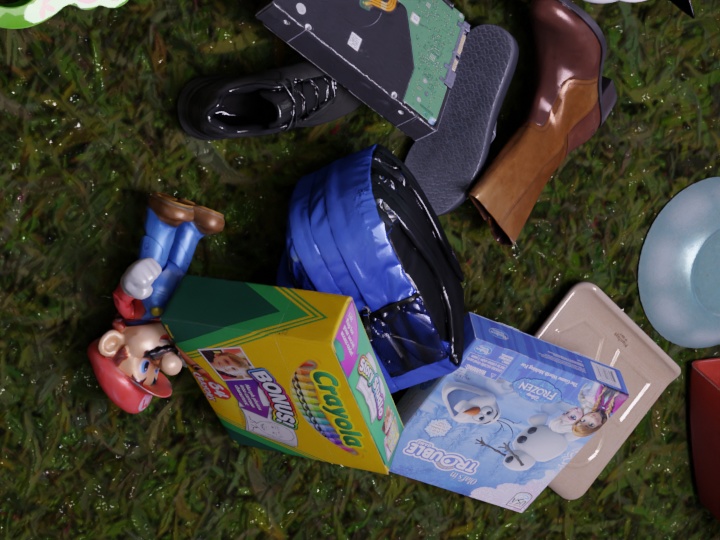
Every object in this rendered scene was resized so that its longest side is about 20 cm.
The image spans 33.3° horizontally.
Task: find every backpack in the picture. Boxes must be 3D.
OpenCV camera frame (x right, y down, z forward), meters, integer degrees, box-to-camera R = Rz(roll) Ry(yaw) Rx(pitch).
[{"bbox_3d":[0.000,0.000,1.131,0.166,0.163,0.202,-20,119,11],"label":"backpack"}]

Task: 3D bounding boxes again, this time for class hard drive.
[{"bbox_3d":[0.007,-0.231,1.111,0.199,0.038,0.141,33,60,-26],"label":"hard drive"}]

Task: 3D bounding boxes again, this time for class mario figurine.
[{"bbox_3d":[-0.175,0.038,1.108,0.122,0.106,0.203,16,96,-27],"label":"mario figurine"}]

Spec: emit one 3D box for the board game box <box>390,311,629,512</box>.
[{"bbox_3d":[0.142,0.154,1.253,0.198,0.044,0.200,20,124,-24],"label":"board game box"}]

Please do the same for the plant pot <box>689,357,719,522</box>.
[{"bbox_3d":[0.497,0.222,1.388,0.197,0.200,0.179,-4,117,-20],"label":"plant pot"}]

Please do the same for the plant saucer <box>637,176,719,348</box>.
[{"bbox_3d":[0.409,-0.004,1.367,0.198,0.039,0.204,-6,106,-21],"label":"plant saucer"}]

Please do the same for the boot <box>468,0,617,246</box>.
[{"bbox_3d":[0.161,-0.149,1.182,0.201,0.068,0.189,-51,147,-13],"label":"boot"}]

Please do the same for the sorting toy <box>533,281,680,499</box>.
[{"bbox_3d":[0.238,0.135,1.342,0.185,0.036,0.200,40,92,-26],"label":"sorting toy"}]

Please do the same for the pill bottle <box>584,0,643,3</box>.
[{"bbox_3d":[0.207,-0.309,1.108,0.112,0.200,0.116,-6,111,-16],"label":"pill bottle"}]

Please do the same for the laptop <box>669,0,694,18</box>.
[{"bbox_3d":[0.316,-0.371,1.165,0.199,0.115,0.189,-35,116,-25],"label":"laptop"}]

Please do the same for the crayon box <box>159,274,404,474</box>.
[{"bbox_3d":[-0.066,0.097,1.096,0.059,0.170,0.201,-64,149,-33],"label":"crayon box"}]

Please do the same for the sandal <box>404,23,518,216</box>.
[{"bbox_3d":[0.105,-0.141,1.193,0.202,0.076,0.043,-64,156,6],"label":"sandal"}]

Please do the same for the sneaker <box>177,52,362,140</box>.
[{"bbox_3d":[-0.065,-0.157,1.106,0.198,0.091,0.077,-20,109,-17],"label":"sneaker"}]

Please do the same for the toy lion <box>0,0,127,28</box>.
[{"bbox_3d":[-0.260,-0.287,1.013,0.191,0.069,0.201,37,89,-34],"label":"toy lion"}]
